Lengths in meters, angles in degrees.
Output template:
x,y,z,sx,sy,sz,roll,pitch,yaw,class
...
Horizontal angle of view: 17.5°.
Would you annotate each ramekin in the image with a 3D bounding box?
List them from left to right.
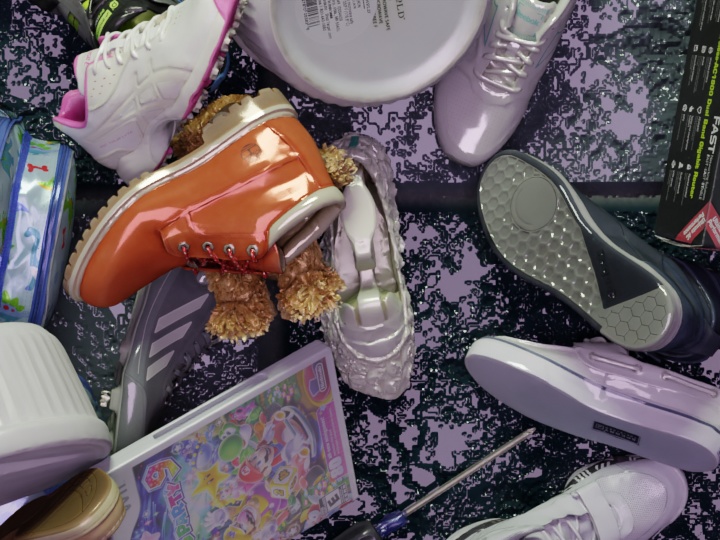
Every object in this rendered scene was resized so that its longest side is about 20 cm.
x,y,z,sx,sy,sz,roll,pitch,yaw,class
-0.273,0.105,1.561,0.202,0.202,0.094,-18,79,0,ramekin
0.000,-0.208,1.623,0.200,0.105,0.200,-8,119,-15,ramekin

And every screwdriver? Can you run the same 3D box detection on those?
x,y,z,sx,sy,sz,roll,pitch,yaw,class
0.048,0.175,1.735,0.200,0.028,0.029,-30,126,0,screwdriver

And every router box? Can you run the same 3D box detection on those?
x,y,z,sx,sy,sz,roll,pitch,yaw,class
0.303,-0.106,1.671,0.150,0.062,0.200,7,96,-30,router box

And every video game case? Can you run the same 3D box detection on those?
x,y,z,sx,sy,sz,roll,pitch,yaw,class
-0.093,0.152,1.656,0.200,0.018,0.143,-29,129,-26,video game case

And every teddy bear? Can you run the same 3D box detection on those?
x,y,z,sx,sy,sz,roll,pitch,yaw,class
-0.076,-0.043,1.643,0.145,0.067,0.200,-5,66,22,teddy bear

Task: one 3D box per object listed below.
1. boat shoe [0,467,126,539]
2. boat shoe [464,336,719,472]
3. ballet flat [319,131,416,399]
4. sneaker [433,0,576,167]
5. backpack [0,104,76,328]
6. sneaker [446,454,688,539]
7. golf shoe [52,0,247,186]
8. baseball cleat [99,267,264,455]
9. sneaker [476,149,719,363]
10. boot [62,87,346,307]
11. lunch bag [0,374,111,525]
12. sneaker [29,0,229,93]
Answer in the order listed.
x,y,z,sx,sy,sz,roll,pitch,yaw,class
-0.195,0.183,1.573,0.065,0.200,0.071,49,64,-8,boat shoe
0.177,0.084,1.716,0.200,0.074,0.065,23,63,2,boat shoe
0.000,0.000,1.698,0.072,0.072,0.200,-8,96,-1,ballet flat
0.108,-0.169,1.680,0.070,0.080,0.201,23,95,-5,sneaker
-0.274,-0.030,1.619,0.147,0.200,0.183,10,94,-2,backpack
0.151,0.198,1.694,0.200,0.115,0.075,-23,96,0,sneaker
-0.146,-0.137,1.597,0.091,0.075,0.200,28,133,-9,golf shoe
-0.122,0.047,1.673,0.106,0.070,0.200,12,75,-5,baseball cleat
0.181,-0.006,1.695,0.202,0.146,0.077,47,110,30,sneaker
-0.106,-0.024,1.583,0.200,0.075,0.107,-38,72,3,boot
-0.240,0.182,1.698,0.161,0.082,0.200,-27,95,0,lunch bag
-0.180,-0.193,1.666,0.199,0.083,0.071,34,97,-3,sneaker
